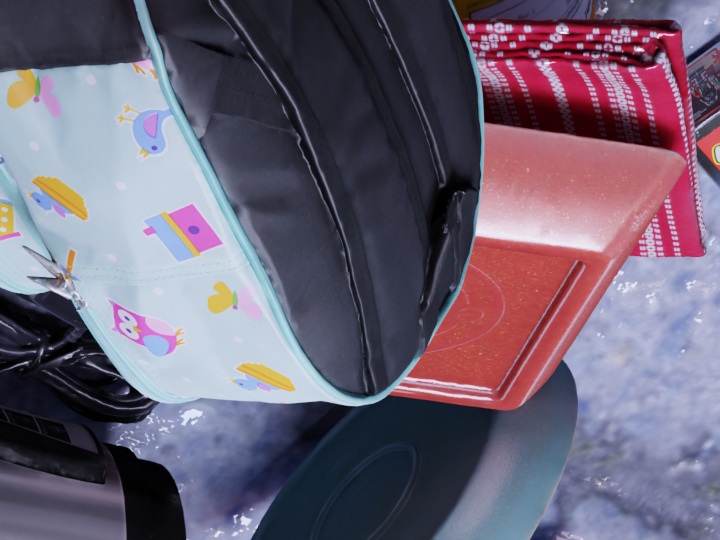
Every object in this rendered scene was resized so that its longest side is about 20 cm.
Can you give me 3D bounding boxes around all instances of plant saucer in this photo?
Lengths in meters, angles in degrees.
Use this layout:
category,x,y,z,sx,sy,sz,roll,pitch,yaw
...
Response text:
category,x,y,z,sx,sy,sz,roll,pitch,yaw
plant saucer,0.000,0.000,1.099,0.199,0.037,0.200,8,156,-8
plant saucer,0.009,0.103,1.230,0.200,0.200,0.027,-42,112,18

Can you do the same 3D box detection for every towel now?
category,x,y,z,sx,sy,sz,roll,pitch,yaw
towel,0.022,-0.044,1.078,0.199,0.023,0.145,1,149,11

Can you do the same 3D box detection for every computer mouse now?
category,x,y,z,sx,sy,sz,roll,pitch,yaw
computer mouse,-0.092,-0.022,1.188,0.138,0.053,0.200,23,131,-34

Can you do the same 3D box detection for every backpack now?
category,x,y,z,sx,sy,sz,roll,pitch,yaw
backpack,-0.048,-0.057,0.910,0.153,0.176,0.200,-10,128,32

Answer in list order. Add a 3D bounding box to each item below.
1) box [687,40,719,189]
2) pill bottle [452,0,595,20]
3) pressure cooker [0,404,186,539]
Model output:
category,x,y,z,sx,sy,sz,roll,pitch,yaw
box,0.240,-0.085,1.244,0.200,0.040,0.137,-36,131,13
pill bottle,0.029,-0.115,1.102,0.111,0.111,0.200,-17,133,-4
pressure cooker,-0.154,0.148,1.219,0.199,0.176,0.179,12,134,-19
